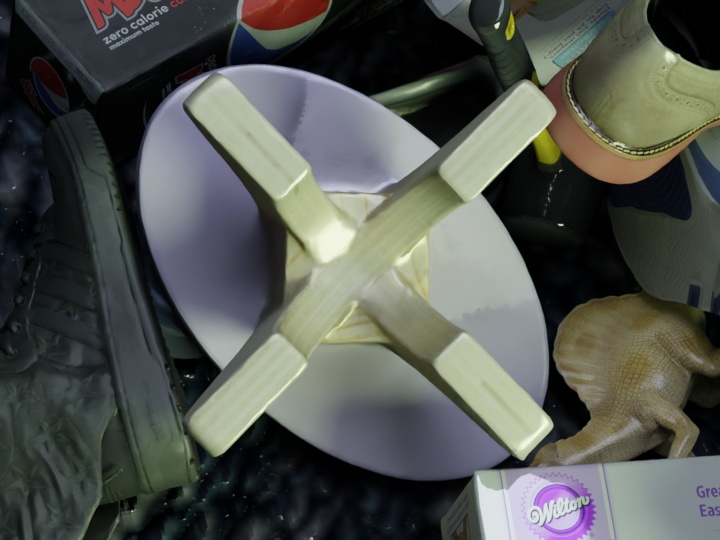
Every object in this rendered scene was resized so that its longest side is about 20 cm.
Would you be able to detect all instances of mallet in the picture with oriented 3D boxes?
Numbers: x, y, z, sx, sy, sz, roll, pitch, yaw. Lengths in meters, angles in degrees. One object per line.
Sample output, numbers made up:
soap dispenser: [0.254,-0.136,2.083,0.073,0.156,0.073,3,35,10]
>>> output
mallet: [0.066,-0.058,1.209,0.041,0.200,0.066,12,82,17]

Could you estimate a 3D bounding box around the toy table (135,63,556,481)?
toy table: [0.000,0.000,1.172,0.200,0.117,0.184,34,86,-7]

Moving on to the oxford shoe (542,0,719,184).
oxford shoe: [0.151,-0.101,1.204,0.070,0.075,0.200,44,43,3]

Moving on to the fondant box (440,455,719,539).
fondant box: [0.118,0.174,1.138,0.144,0.058,0.200,-3,65,-13]

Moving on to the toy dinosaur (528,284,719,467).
toy dinosaur: [0.133,0.036,1.255,0.101,0.058,0.200,25,55,8]

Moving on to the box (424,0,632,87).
box: [0.082,-0.153,1.276,0.112,0.200,0.101,-42,67,11]

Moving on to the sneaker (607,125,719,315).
sneaker: [0.192,-0.013,1.238,0.115,0.081,0.199,-3,27,-26]

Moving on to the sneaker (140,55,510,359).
sneaker: [-0.018,-0.035,1.258,0.200,0.082,0.070,-30,66,-27]

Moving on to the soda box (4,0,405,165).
soda box: [-0.057,-0.124,1.324,0.200,0.063,0.071,-32,67,-28]

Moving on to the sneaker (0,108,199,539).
sneaker: [-0.129,0.036,1.187,0.104,0.060,0.200,-18,68,0]
